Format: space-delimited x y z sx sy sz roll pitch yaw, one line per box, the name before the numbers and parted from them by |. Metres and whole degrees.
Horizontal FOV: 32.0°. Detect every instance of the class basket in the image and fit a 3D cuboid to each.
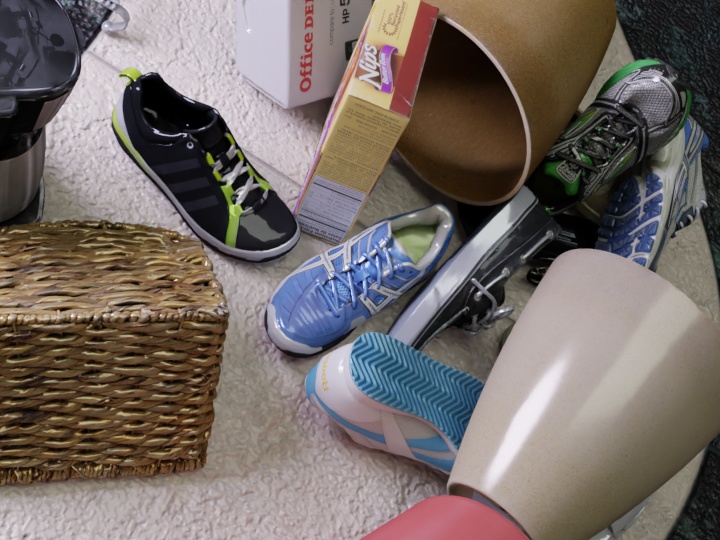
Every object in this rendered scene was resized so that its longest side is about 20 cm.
basket | -0.212 0.057 0.942 0.197 0.151 0.143 -2 32 -23

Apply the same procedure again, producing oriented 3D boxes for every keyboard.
keyboard | 0.179 -0.015 1.168 0.197 0.040 0.105 14 37 -15

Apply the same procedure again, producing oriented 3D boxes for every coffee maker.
coffee maker | -0.305 -0.102 0.900 0.191 0.200 0.135 -35 80 -32

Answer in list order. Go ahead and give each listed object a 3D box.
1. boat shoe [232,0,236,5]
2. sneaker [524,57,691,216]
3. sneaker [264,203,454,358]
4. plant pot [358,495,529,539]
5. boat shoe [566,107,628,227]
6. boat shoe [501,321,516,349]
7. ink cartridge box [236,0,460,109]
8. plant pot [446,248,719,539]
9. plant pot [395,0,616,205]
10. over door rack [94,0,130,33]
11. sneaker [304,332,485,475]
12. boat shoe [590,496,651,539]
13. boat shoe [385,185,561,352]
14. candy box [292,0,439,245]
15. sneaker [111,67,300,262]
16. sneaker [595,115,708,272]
boat shoe | -0.025 -0.277 1.187 0.197 0.064 0.072 -8 68 -27
sneaker | 0.212 -0.105 1.107 0.078 0.200 0.085 44 40 0
sneaker | 0.000 0.000 1.050 0.199 0.077 0.076 -36 84 -31
plant pot | 0.040 0.267 0.878 0.201 0.201 0.177 47 47 6
boat shoe | 0.224 -0.105 1.200 0.199 0.065 0.072 41 46 3
boat shoe | 0.222 0.056 1.122 0.198 0.066 0.073 -1 65 -23
ink cartridge box | -0.007 -0.245 1.120 0.198 0.148 0.084 -22 41 -30
plant pot | 0.161 0.120 0.962 0.187 0.187 0.200 44 68 3
plant pot | 0.133 -0.189 1.109 0.187 0.187 0.199 47 59 6
over door rack | -0.271 -0.315 1.091 0.199 0.066 0.150 33 54 -29
sneaker | 0.046 0.118 1.015 0.199 0.080 0.077 36 52 -26
boat shoe | 0.204 0.180 1.051 0.073 0.067 0.200 43 57 3
boat shoe | 0.097 0.018 1.073 0.068 0.074 0.200 44 68 -3
candy box | 0.001 -0.122 1.038 0.056 0.200 0.118 20 59 -7
sneaker | -0.129 -0.087 1.036 0.199 0.083 0.072 39 57 0
sneaker | 0.280 -0.060 1.147 0.085 0.077 0.203 29 69 -26
